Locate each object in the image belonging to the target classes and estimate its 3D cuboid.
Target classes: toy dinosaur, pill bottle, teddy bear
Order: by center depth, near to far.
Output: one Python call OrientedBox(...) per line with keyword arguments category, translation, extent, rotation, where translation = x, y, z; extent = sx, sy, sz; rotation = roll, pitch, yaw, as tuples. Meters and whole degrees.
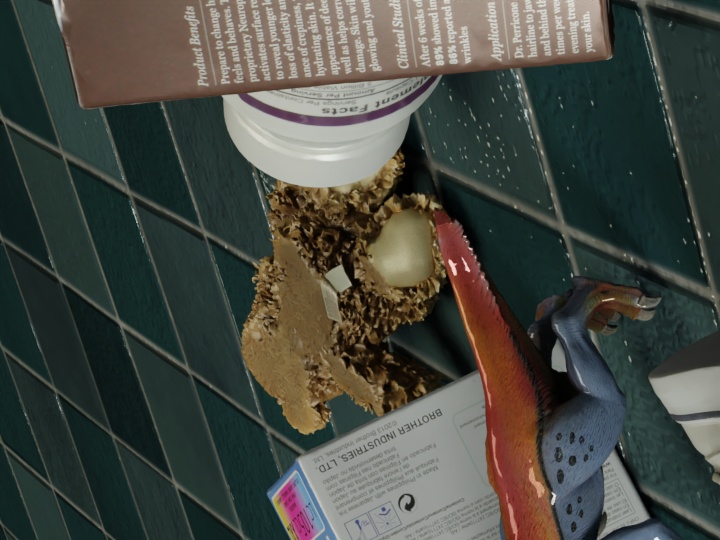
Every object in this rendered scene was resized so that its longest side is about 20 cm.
OrientedBox(category="toy dinosaur", translation=(0.067, 0.098, 1.220), extent=(0.105, 0.199, 0.183), rotation=(-10, 60, 61))
OrientedBox(category="pill bottle", translation=(-0.013, -0.124, 1.234), extent=(0.113, 0.112, 0.200), rotation=(56, 159, 26))
OrientedBox(category="teddy bear", translation=(0.000, 0.000, 1.450), extent=(0.145, 0.067, 0.201), rotation=(44, 147, 29))

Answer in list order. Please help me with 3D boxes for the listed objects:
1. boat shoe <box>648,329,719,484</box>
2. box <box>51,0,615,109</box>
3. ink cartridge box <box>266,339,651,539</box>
OrientedBox(category="boat shoe", translation=(0.158, 0.053, 1.048), extent=(0.066, 0.072, 0.200), rotation=(62, 163, -5))
OrientedBox(category="box", translation=(-0.011, -0.125, 1.085), extent=(0.075, 0.199, 0.101), rotation=(-90, -6, -51))
OrientedBox(category="ink cartridge box", translation=(0.065, 0.150, 1.316), extent=(0.201, 0.136, 0.076), rotation=(62, 163, 11))
